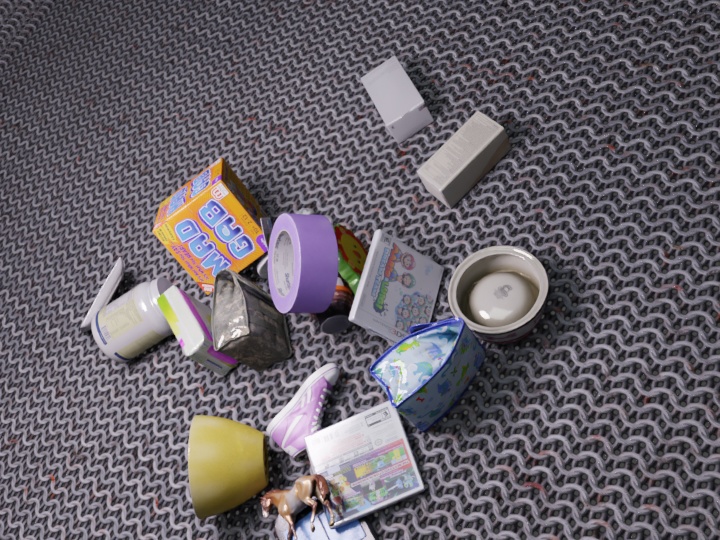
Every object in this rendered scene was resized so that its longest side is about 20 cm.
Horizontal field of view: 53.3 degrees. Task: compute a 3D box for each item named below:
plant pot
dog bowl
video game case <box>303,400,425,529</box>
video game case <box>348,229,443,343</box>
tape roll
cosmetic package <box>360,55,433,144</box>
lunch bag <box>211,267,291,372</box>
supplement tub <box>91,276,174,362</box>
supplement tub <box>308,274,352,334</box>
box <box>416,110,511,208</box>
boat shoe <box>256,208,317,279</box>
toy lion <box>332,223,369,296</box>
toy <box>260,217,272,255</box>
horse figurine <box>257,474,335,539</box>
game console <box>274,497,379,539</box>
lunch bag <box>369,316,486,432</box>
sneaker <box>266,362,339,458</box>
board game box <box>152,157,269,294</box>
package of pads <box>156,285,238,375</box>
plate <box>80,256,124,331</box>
[{"bbox_3d":[-0.260,0.391,1.457,0.139,0.201,0.203,-5,57,-3],"label":"plant pot"},{"bbox_3d":[0.274,0.054,1.408,0.197,0.074,0.203,-12,52,16],"label":"dog bowl"},{"bbox_3d":[0.005,0.372,1.383,0.197,0.023,0.184,-23,62,4],"label":"video game case"},{"bbox_3d":[0.078,0.045,1.470,0.024,0.180,0.203,-19,49,56],"label":"video game case"},{"bbox_3d":[-0.121,-0.014,1.468,0.199,0.084,0.204,-2,88,64],"label":"tape roll"},{"bbox_3d":[0.090,-0.426,1.786,0.112,0.081,0.202,-29,54,10],"label":"cosmetic package"},{"bbox_3d":[-0.249,0.100,1.611,0.116,0.164,0.203,-27,54,17],"label":"lunch bag"},{"bbox_3d":[-0.542,0.119,1.767,0.198,0.145,0.146,-31,53,9],"label":"supplement tub"},{"bbox_3d":[-0.077,0.039,1.592,0.106,0.107,0.202,-27,54,11],"label":"supplement tub"},{"bbox_3d":[0.233,-0.248,1.609,0.200,0.078,0.095,-44,52,-1],"label":"box"},{"bbox_3d":[-0.180,-0.066,1.731,0.064,0.075,0.203,29,77,45],"label":"boat shoe"},{"bbox_3d":[0.000,0.000,1.514,0.068,0.191,0.202,-35,52,22],"label":"toy lion"},{"bbox_3d":[-0.175,-0.024,1.623,0.046,0.115,0.204,-11,94,3],"label":"toy"},{"bbox_3d":[-0.113,0.446,1.359,0.200,0.049,0.134,-46,45,28],"label":"horse figurine"},{"bbox_3d":[-0.063,0.510,1.366,0.176,0.031,0.201,-38,53,4],"label":"game console"},{"bbox_3d":[0.139,0.184,1.356,0.199,0.170,0.128,-38,56,4],"label":"lunch bag"},{"bbox_3d":[-0.090,0.297,1.485,0.114,0.073,0.201,39,88,27],"label":"sneaker"},{"bbox_3d":[-0.349,-0.111,1.718,0.198,0.201,0.201,-35,25,6],"label":"board game box"},{"bbox_3d":[-0.371,0.140,1.660,0.068,0.154,0.200,-42,53,3],"label":"package of pads"},{"bbox_3d":[-0.670,0.071,1.878,0.202,0.032,0.199,-65,16,-16],"label":"plate"}]
